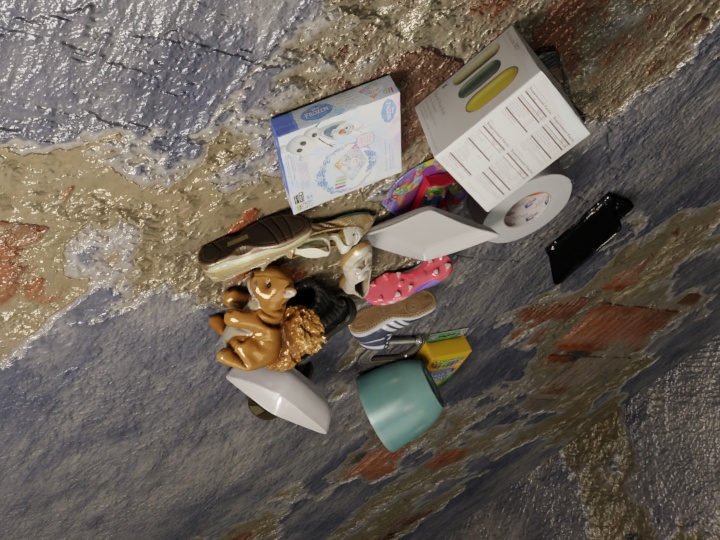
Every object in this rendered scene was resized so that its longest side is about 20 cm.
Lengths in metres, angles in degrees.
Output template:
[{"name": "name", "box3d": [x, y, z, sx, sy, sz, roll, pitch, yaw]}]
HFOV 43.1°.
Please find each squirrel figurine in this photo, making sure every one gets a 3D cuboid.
[{"name": "squirrel figurine", "box3d": [-0.158, 0.086, 1.671, 0.198, 0.142, 0.188, 25, 107, -20]}]

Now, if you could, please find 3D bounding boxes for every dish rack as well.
[{"name": "dish rack", "box3d": [0.295, -0.281, 1.545, 0.152, 0.055, 0.200, -31, 151, 5]}]

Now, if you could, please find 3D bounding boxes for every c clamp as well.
[{"name": "c clamp", "box3d": [0.079, 0.180, 2.143, 0.198, 0.027, 0.171, 5, 139, -45]}]

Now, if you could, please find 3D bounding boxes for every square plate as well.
[{"name": "square plate", "box3d": [0.123, -0.070, 1.687, 0.198, 0.029, 0.197, 15, 156, -41]}]

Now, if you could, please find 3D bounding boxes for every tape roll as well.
[{"name": "tape roll", "box3d": [0.310, -0.141, 1.773, 0.198, 0.067, 0.201, -20, 151, -11]}]

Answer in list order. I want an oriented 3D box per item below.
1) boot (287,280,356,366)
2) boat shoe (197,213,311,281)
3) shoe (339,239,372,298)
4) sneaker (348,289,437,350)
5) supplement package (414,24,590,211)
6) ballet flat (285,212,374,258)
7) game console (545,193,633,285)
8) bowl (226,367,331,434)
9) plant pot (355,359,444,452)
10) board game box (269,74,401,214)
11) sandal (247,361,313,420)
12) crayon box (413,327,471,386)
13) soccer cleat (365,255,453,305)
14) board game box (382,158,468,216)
[{"name": "boot", "box3d": [-0.121, 0.105, 1.802, 0.211, 0.080, 0.157, -42, 151, 17]}, {"name": "boat shoe", "box3d": [-0.172, -0.034, 1.541, 0.197, 0.072, 0.077, -17, 139, 4]}, {"name": "shoe", "box3d": [0.000, 0.000, 1.718, 0.070, 0.053, 0.200, -38, 167, -17]}, {"name": "sneaker", "box3d": [0.076, 0.110, 1.980, 0.197, 0.071, 0.109, -20, 146, 1]}, {"name": "supplement package", "box3d": [0.216, -0.235, 1.414, 0.199, 0.153, 0.150, -37, 127, 19]}, {"name": "ballet flat", "box3d": [-0.055, -0.055, 1.612, 0.198, 0.066, 0.071, -13, 148, -25]}, {"name": "game console", "box3d": [0.520, -0.061, 2.023, 0.175, 0.117, 0.200, 8, 137, -46]}, {"name": "bowl", "box3d": [-0.162, 0.251, 1.904, 0.200, 0.198, 0.075, 45, 66, -40]}, {"name": "plant pot", "box3d": [0.105, 0.309, 2.185, 0.160, 0.202, 0.201, -27, 152, 9]}, {"name": "board game box", "box3d": [-0.032, -0.193, 1.429, 0.197, 0.044, 0.201, -21, 150, -9]}, {"name": "sandal", "box3d": [-0.172, 0.262, 2.042, 0.200, 0.082, 0.054, -47, 167, 21]}, {"name": "crayon box", "box3d": [0.193, 0.228, 2.292, 0.124, 0.052, 0.201, -8, 146, -31]}, {"name": "soccer cleat", "box3d": [0.102, 0.026, 1.879, 0.198, 0.067, 0.077, -26, 156, -7]}, {"name": "board game box", "box3d": [0.137, -0.130, 1.672, 0.157, 0.039, 0.200, -35, 151, 14]}]
